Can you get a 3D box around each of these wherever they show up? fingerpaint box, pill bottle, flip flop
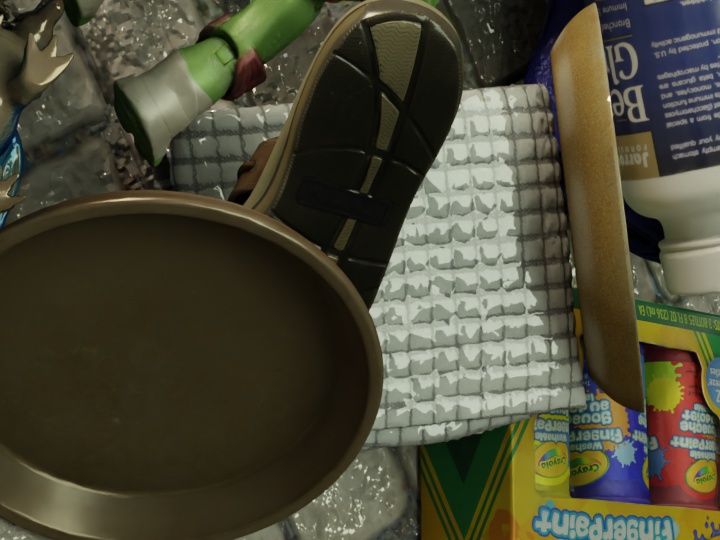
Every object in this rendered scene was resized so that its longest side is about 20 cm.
[{"bbox_3d":[0.127,0.101,1.101,0.199,0.073,0.169,11,74,-41],"label":"fingerpaint box"},{"bbox_3d":[0.189,-0.093,1.110,0.111,0.110,0.202,-17,96,-44],"label":"pill bottle"},{"bbox_3d":[-0.021,-0.034,0.851,0.080,0.201,0.058,18,28,-20],"label":"flip flop"}]

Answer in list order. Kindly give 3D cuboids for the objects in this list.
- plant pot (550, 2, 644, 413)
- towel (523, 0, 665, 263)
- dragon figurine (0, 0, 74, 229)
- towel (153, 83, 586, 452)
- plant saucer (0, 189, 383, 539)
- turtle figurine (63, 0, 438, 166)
[{"bbox_3d":[0.115,-0.029,0.990,0.200,0.027,0.202,-8,90,-84],"label":"plant pot"},{"bbox_3d":[0.154,-0.121,1.191,0.147,0.049,0.202,38,60,-36],"label":"towel"},{"bbox_3d":[-0.168,-0.050,0.848,0.058,0.099,0.202,20,75,-13],"label":"dragon figurine"},{"bbox_3d":[0.000,0.000,0.959,0.198,0.085,0.167,-7,95,-17],"label":"towel"},{"bbox_3d":[-0.090,0.042,0.846,0.200,0.200,0.030,38,27,-32],"label":"plant saucer"},{"bbox_3d":[-0.034,-0.135,0.884,0.193,0.200,0.145,-27,127,-12],"label":"turtle figurine"}]
